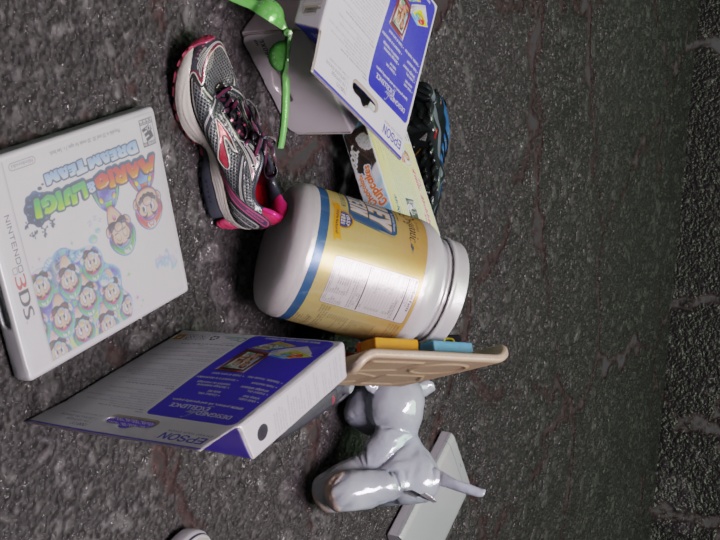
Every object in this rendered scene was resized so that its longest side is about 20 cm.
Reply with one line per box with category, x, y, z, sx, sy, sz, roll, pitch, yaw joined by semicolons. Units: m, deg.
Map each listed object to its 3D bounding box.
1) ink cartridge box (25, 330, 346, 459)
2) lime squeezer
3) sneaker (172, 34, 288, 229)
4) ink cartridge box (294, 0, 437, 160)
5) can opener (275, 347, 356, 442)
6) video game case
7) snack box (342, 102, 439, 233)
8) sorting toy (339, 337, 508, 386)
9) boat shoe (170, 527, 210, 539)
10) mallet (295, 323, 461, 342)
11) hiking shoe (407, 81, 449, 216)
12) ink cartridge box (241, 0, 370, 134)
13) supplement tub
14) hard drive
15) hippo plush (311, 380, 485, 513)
ink cartridge box;-0.144;0.111;0.805;0.200;0.198;0.043;-32;118;-52
lime squeezer;-0.096;-0.221;0.925;0.071;0.038;0.200;-37;116;-17
sneaker;-0.122;-0.135;0.924;0.081;0.075;0.200;-48;132;-46
ink cartridge box;0.005;-0.248;0.988;0.198;0.047;0.200;36;65;-55
can opener;-0.049;0.145;1.097;0.200;0.063;0.079;-32;122;-54
video game case;-0.234;-0.030;0.802;0.200;0.024;0.182;-36;124;-52
snack box;0.031;-0.127;1.141;0.116;0.037;0.200;7;63;-59
sorting toy;0.030;0.101;1.015;0.200;0.185;0.037;0;76;-34
boat shoe;-0.180;0.351;0.902;0.071;0.070;0.200;55;49;-47
mallet;0.021;0.066;1.109;0.041;0.200;0.066;139;-51;-77
hiking shoe;0.095;-0.155;1.282;0.087;0.074;0.200;0;94;-58
ink cartridge box;-0.029;-0.270;1.049;0.200;0.084;0.145;-63;142;-32
supplement tub;0.000;0.000;1.002;0.200;0.145;0.145;16;78;-20
hard drive;0.108;0.364;1.427;0.200;0.027;0.132;-54;137;-40
hippo plush;0.021;0.208;1.144;0.159;0.200;0.161;3;74;-32
